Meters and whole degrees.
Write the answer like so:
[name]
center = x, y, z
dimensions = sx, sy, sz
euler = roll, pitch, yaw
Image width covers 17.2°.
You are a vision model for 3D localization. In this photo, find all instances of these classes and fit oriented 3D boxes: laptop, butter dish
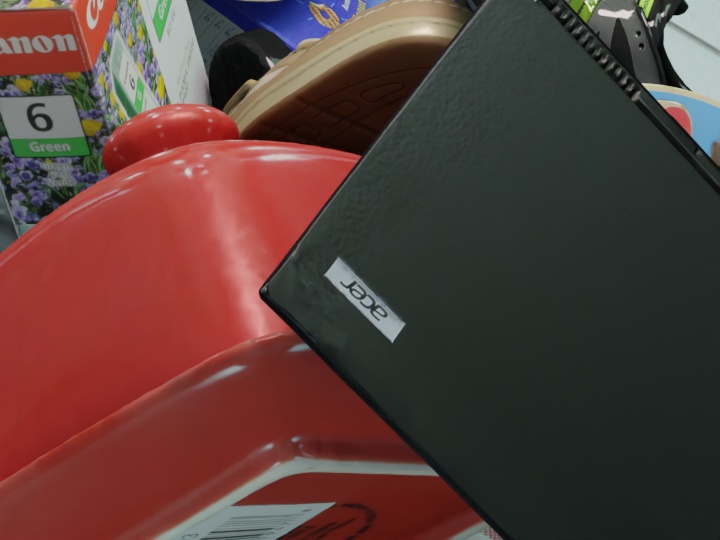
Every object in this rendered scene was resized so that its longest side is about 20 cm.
[laptop]
center = 0.062, 0.004, 0.670
dimensions = 0.177, 0.103, 0.200
euler = 46, 7, -16
[butter dish]
center = -0.041, 0.019, 0.715
dimensions = 0.199, 0.200, 0.148
euler = 7, 59, -48

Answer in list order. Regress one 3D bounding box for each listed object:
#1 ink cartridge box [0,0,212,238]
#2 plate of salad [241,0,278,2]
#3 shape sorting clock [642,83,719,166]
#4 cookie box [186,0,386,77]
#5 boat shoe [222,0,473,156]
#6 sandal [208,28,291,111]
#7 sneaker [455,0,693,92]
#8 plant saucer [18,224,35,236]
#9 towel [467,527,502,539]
[ink cartridge box]
center = -0.102, -0.098, 0.830
dimensions = 0.200, 0.050, 0.109
euler = 78, 16, -44
[plate of salad]
center = -0.089, -0.187, 0.961
dimensions = 0.200, 0.048, 0.200
euler = 31, 32, -21
[shape sorting clock]
center = 0.114, 0.024, 0.951
dimensions = 0.200, 0.039, 0.200
euler = 2, 82, -19
[cookie box]
center = -0.035, -0.111, 1.053
dimensions = 0.200, 0.075, 0.171
euler = 36, 29, -15
[boat shoe]
center = -0.015, -0.048, 0.797
dimensions = 0.071, 0.200, 0.065
euler = 21, 60, -21
[sandal]
center = 0.000, 0.000, 0.898
dimensions = 0.045, 0.075, 0.200
euler = -16, 83, -32
[sneaker]
center = 0.100, -0.114, 1.068
dimensions = 0.200, 0.083, 0.071
euler = 46, 27, -12
[plant saucer]
center = -0.018, 0.008, 0.807
dimensions = 0.070, 0.200, 0.019
euler = 57, 39, -51
[towel]
center = 0.147, 0.120, 0.855
dimensions = 0.200, 0.030, 0.146
euler = 11, 4, -43
